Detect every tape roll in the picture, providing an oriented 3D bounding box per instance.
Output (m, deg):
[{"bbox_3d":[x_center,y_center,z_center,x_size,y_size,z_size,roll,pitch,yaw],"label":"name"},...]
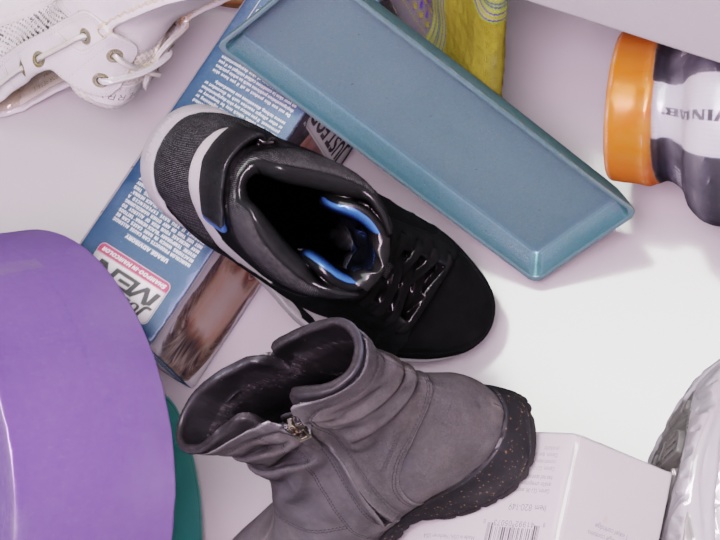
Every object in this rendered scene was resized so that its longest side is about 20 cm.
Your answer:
[{"bbox_3d":[-0.173,0.084,1.286,0.085,0.200,0.200,-8,66,-37],"label":"tape roll"}]

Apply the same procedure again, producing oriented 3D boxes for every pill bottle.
[{"bbox_3d":[0.213,-0.068,1.296,0.200,0.106,0.106,5,76,13],"label":"pill bottle"}]

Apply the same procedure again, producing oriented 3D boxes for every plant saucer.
[{"bbox_3d":[0.033,-0.069,1.297,0.070,0.200,0.019,-36,29,36],"label":"plant saucer"}]

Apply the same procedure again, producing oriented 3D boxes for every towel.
[{"bbox_3d":[0.034,-0.174,1.292,0.023,0.200,0.144,-15,48,-13],"label":"towel"}]

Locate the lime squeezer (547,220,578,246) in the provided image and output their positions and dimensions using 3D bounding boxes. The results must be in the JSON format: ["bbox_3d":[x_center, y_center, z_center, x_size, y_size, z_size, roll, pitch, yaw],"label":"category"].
[{"bbox_3d":[0.066,-0.110,1.375,0.070,0.038,0.200,-4,73,11],"label":"lime squeezer"}]

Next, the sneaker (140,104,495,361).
[{"bbox_3d":[0.000,0.000,1.266,0.073,0.200,0.112,-61,32,-1],"label":"sneaker"}]

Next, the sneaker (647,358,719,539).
[{"bbox_3d":[0.175,0.138,1.273,0.099,0.078,0.200,11,69,-10],"label":"sneaker"}]

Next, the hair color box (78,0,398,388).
[{"bbox_3d":[-0.057,-0.049,1.351,0.060,0.100,0.200,32,83,15],"label":"hair color box"}]

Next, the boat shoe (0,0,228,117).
[{"bbox_3d":[-0.119,-0.113,1.371,0.200,0.071,0.069,-11,86,48],"label":"boat shoe"}]

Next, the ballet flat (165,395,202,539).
[{"bbox_3d":[-0.104,0.154,1.322,0.064,0.076,0.200,-23,66,26],"label":"ballet flat"}]

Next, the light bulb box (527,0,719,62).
[{"bbox_3d":[0.189,-0.196,1.271,0.198,0.125,0.200,21,46,25],"label":"light bulb box"}]

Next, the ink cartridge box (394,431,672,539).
[{"bbox_3d":[0.057,0.175,1.255,0.116,0.067,0.200,-1,71,49],"label":"ink cartridge box"}]

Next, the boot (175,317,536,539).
[{"bbox_3d":[-0.033,0.087,1.246,0.200,0.132,0.070,-40,45,31],"label":"boot"}]

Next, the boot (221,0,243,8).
[{"bbox_3d":[-0.098,-0.190,1.370,0.200,0.155,0.074,7,76,14],"label":"boot"}]
